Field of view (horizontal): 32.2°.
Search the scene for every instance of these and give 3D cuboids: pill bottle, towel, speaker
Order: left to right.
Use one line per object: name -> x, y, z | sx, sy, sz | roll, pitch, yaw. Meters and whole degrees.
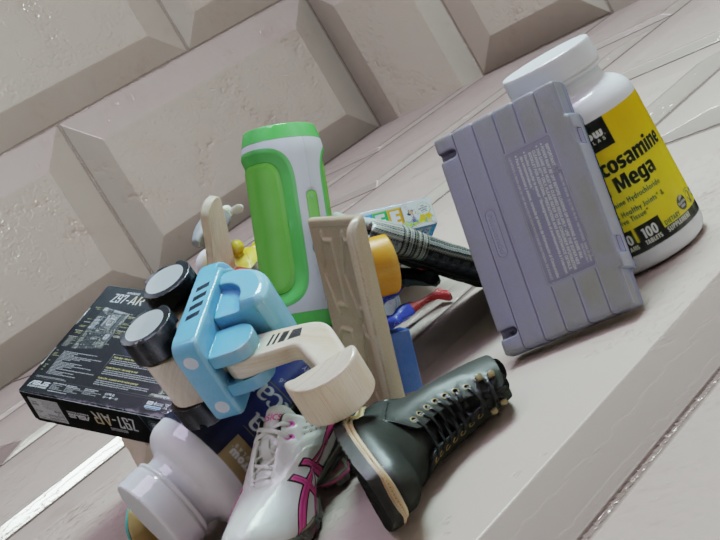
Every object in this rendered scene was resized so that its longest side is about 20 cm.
pill bottle -> -0.110, 0.145, 1.080 | 0.200, 0.111, 0.111 | -45, 14, -23
speaker -> -0.066, -0.041, 1.233 | 0.088, 0.200, 0.088 | -9, -4, -1
towel -> 0.072, -0.018, 1.236 | 0.200, 0.192, 0.035 | -175, 100, -75
pill bottle -> 0.211, -0.101, 1.108 | 0.112, 0.200, 0.112 | -31, 10, 6

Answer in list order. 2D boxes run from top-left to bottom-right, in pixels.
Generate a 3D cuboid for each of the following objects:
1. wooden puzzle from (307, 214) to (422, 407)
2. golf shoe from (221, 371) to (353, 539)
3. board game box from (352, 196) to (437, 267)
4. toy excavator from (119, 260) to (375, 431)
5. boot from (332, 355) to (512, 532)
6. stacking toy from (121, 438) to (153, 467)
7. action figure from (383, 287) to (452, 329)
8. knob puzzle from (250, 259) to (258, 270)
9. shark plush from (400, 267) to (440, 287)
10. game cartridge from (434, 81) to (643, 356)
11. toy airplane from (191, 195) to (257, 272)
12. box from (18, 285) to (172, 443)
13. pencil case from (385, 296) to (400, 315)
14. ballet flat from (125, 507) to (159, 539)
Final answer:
wooden puzzle -> 0.008, 0.039, 1.106 | 0.046, 0.186, 0.200 | -14, 5, -11
golf shoe -> -0.065, 0.156, 0.971 | 0.073, 0.092, 0.200 | -19, 16, 26
board game box -> 0.011, -0.021, 1.485 | 0.134, 0.034, 0.200 | -14, -17, -10
toy excavator -> -0.080, 0.056, 0.970 | 0.200, 0.100, 0.195 | -20, 31, 20
boot -> 0.056, 0.110, 0.907 | 0.138, 0.078, 0.200 | -26, 11, -1
stacking toy -> -0.156, 0.136, 1.341 | 0.200, 0.146, 0.146 | -18, 3, -26
action figure -> 0.011, 0.059, 1.319 | 0.200, 0.065, 0.099 | -32, 11, -13
knob puzzle -> -0.104, 0.020, 1.387 | 0.220, 0.030, 0.220 | -53, -4, -6
shark plush -> 0.000, 0.000, 1.293 | 0.083, 0.091, 0.200 | 6, -18, -45
game cartridge -> 0.149, -0.043, 1.044 | 0.130, 0.200, 0.038 | -24, -14, 27
toy airplane -> -0.166, 0.018, 1.578 | 0.141, 0.199, 0.200 | 28, 95, 39
box -> -0.212, 0.091, 1.230 | 0.200, 0.044, 0.160 | 6, 43, 30
pencil case -> -0.050, 0.055, 1.465 | 0.200, 0.083, 0.091 | -26, -13, 32
ballet flat -> -0.150, 0.189, 1.161 | 0.063, 0.069, 0.200 | -12, 18, 22
